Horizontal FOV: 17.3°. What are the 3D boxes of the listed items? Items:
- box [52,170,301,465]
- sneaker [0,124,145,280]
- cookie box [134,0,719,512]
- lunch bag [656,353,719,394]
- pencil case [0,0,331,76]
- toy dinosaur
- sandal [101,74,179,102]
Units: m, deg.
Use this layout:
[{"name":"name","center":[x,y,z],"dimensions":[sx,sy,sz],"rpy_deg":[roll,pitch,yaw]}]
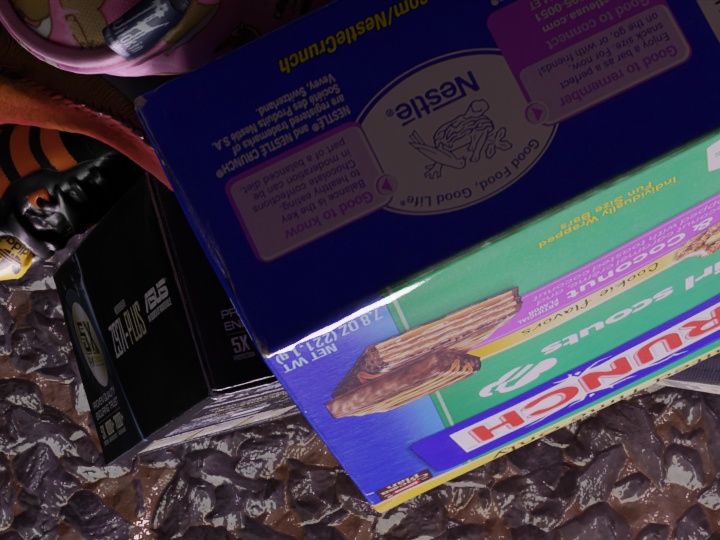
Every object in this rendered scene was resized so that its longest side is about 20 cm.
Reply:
[{"name":"box","center":[0.000,0.000,0.924],"dimensions":[0.200,0.086,0.164],"rpy_deg":[-14,172,-21]},{"name":"sneaker","center":[-0.119,-0.032,0.958],"dimensions":[0.200,0.090,0.070],"rpy_deg":[4,154,46]},{"name":"cookie box","center":[0.051,-0.019,0.618],"dimensions":[0.171,0.075,0.200],"rpy_deg":[-26,163,0]},{"name":"lunch bag","center":[0.151,-0.038,0.773],"dimensions":[0.200,0.164,0.118],"rpy_deg":[6,-175,25]},{"name":"pencil case","center":[-0.006,-0.085,0.612],"dimensions":[0.086,0.083,0.200],"rpy_deg":[40,-158,30]},{"name":"toy dinosaur","center":[-0.163,-0.081,0.800],"dimensions":[0.181,0.200,0.105],"rpy_deg":[-28,150,26]},{"name":"sandal","center":[-0.046,-0.106,0.891],"dimensions":[0.076,0.043,0.200],"rpy_deg":[4,-156,34]}]
